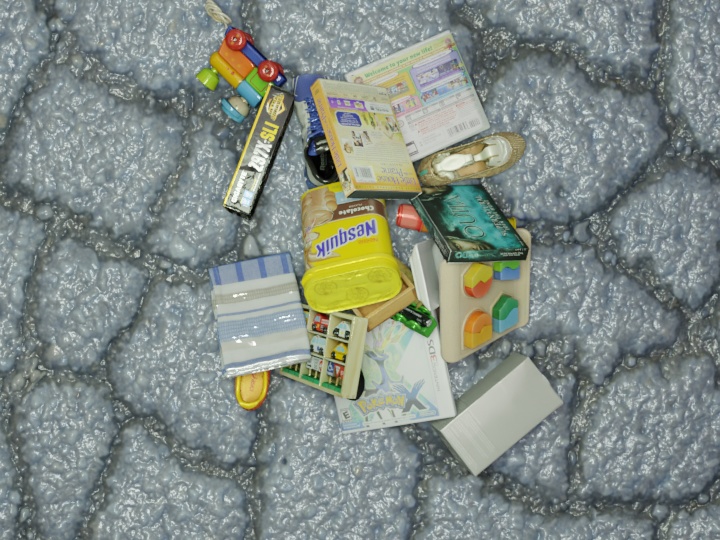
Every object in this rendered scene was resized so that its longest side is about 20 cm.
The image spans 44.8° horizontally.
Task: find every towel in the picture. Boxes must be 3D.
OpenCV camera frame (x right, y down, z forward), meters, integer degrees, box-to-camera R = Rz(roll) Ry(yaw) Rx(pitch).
[{"bbox_3d":[-0.166,0.069,1.417,0.147,0.024,0.200,-11,65,-5],"label":"towel"}]

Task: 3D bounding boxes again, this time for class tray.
[{"bbox_3d":[0.112,0.004,1.421,0.022,0.200,0.108,-11,93,15],"label":"tray"},{"bbox_3d":[0.000,0.000,1.417,0.099,0.037,0.200,-34,51,-5],"label":"tray"}]

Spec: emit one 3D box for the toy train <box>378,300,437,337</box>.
[{"bbox_3d":[0.041,0.052,1.427,0.200,0.056,0.042,27,73,35],"label":"toy train"}]

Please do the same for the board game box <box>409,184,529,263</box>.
[{"bbox_3d":[0.170,-0.079,1.417,0.135,0.200,0.028,-3,126,-18],"label":"board game box"}]

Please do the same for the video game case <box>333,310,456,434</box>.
[{"bbox_3d":[0.046,0.169,1.460,0.200,0.022,0.183,-12,92,15],"label":"video game case"}]

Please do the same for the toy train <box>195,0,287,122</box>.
[{"bbox_3d":[-0.227,-0.346,1.429,0.200,0.085,0.116,44,99,-6],"label":"toy train"}]

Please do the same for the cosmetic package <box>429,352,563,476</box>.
[{"bbox_3d":[0.230,0.241,1.489,0.200,0.090,0.107,-37,96,-8],"label":"cosmetic package"}]

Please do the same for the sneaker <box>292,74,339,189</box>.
[{"bbox_3d":[-0.060,-0.226,1.428,0.080,0.115,0.200,-8,92,-8],"label":"sneaker"}]

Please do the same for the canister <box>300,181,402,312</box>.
[{"bbox_3d":[-0.021,-0.045,1.377,0.148,0.087,0.200,-13,49,6],"label":"canister"}]

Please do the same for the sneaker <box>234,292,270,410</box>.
[{"bbox_3d":[-0.171,0.129,1.437,0.073,0.077,0.201,-1,82,-6],"label":"sneaker"}]

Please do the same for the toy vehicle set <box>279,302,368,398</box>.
[{"bbox_3d":[-0.062,0.123,1.396,0.026,0.200,0.125,8,90,-34],"label":"toy vehicle set"}]

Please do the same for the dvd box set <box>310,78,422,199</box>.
[{"bbox_3d":[0.010,-0.207,1.392,0.146,0.029,0.200,-4,68,-40],"label":"dvd box set"}]

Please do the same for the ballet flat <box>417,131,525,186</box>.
[{"bbox_3d":[0.195,-0.188,1.485,0.200,0.065,0.071,-21,90,-7],"label":"ballet flat"}]

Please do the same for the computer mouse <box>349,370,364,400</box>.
[{"bbox_3d":[-0.034,0.118,1.450,0.034,0.059,0.200,-13,86,-40],"label":"computer mouse"}]

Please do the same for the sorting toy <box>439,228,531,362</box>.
[{"bbox_3d":[0.212,0.041,1.437,0.200,0.036,0.186,-20,118,-35],"label":"sorting toy"}]

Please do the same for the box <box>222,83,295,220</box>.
[{"bbox_3d":[-0.161,-0.183,1.394,0.049,0.160,0.200,21,89,-7],"label":"box"}]

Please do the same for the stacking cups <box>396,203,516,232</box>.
[{"bbox_3d":[0.161,-0.077,1.494,0.200,0.061,0.061,9,90,-2],"label":"stacking cups"}]

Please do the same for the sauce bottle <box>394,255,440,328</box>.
[{"bbox_3d":[0.095,0.054,1.479,0.200,0.066,0.066,45,86,-8],"label":"sauce bottle"}]

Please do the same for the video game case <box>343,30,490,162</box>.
[{"bbox_3d":[0.098,-0.288,1.494,0.200,0.022,0.182,-24,94,-5],"label":"video game case"}]
